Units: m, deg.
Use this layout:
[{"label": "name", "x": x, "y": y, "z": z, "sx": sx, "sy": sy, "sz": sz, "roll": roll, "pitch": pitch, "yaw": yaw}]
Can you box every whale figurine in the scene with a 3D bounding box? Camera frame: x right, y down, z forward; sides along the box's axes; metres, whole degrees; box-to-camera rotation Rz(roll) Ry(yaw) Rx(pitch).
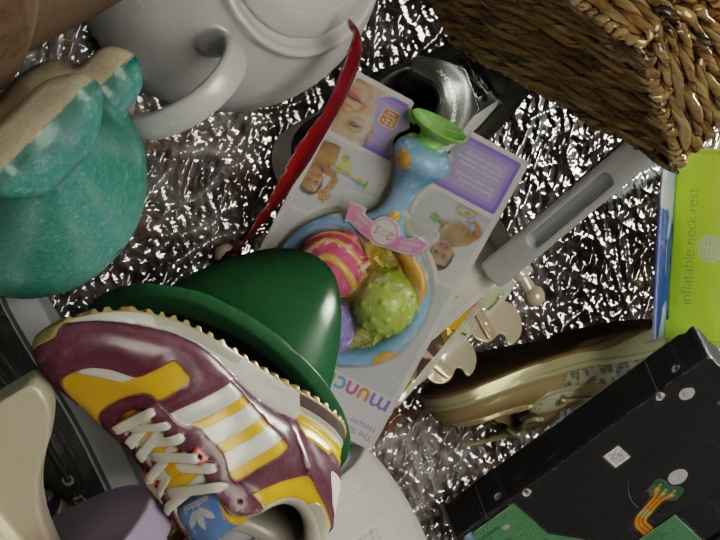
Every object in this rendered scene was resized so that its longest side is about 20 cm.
[{"label": "whale figurine", "x": -0.160, "y": -0.045, "z": 1.559, "sx": 0.104, "sy": 0.200, "sz": 0.159, "roll": 45, "pitch": 76, "yaw": -5}]

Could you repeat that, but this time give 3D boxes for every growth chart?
[{"label": "growth chart", "x": 0.018, "y": 0.009, "z": 1.823, "sx": 0.200, "sy": 0.018, "sz": 0.145, "roll": -31, "pitch": 97, "yaw": -33}]

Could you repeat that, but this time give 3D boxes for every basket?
[{"label": "basket", "x": 0.144, "y": -0.180, "z": 1.703, "sx": 0.149, "sy": 0.200, "sz": 0.143, "roll": -45, "pitch": 141, "yaw": -15}]

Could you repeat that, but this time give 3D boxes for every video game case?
[{"label": "video game case", "x": 0.179, "y": -0.083, "z": 1.845, "sx": 0.023, "sy": 0.182, "sz": 0.200, "roll": 50, "pitch": 48, "yaw": 1}]

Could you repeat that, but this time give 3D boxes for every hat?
[{"label": "hat", "x": -0.041, "y": 0.003, "z": 1.707, "sx": 0.166, "sy": 0.200, "sz": 0.176, "roll": 42, "pitch": 55, "yaw": -17}]

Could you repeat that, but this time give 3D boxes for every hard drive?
[{"label": "hard drive", "x": 0.170, "y": 0.135, "z": 1.885, "sx": 0.200, "sy": 0.038, "sz": 0.140, "roll": -38, "pitch": 128, "yaw": 14}]

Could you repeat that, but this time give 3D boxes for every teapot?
[{"label": "teapot", "x": -0.058, "y": -0.177, "z": 1.688, "sx": 0.197, "sy": 0.146, "sz": 0.201, "roll": -5, "pitch": 98, "yaw": -37}]

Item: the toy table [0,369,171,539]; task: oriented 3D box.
[{"label": "toy table", "x": -0.212, "y": 0.144, "z": 1.588, "sx": 0.200, "sy": 0.184, "sz": 0.117, "roll": -36, "pitch": 108, "yaw": 6}]

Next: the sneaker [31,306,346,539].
[{"label": "sneaker", "x": -0.087, "y": 0.089, "z": 1.566, "sx": 0.200, "sy": 0.075, "sz": 0.090, "roll": 26, "pitch": 56, "yaw": -32}]

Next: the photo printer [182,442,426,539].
[{"label": "photo printer", "x": -0.038, "y": 0.208, "z": 1.776, "sx": 0.200, "sy": 0.069, "sz": 0.167, "roll": -35, "pitch": 113, "yaw": -31}]

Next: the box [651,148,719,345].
[{"label": "box", "x": 0.230, "y": -0.017, "z": 1.925, "sx": 0.200, "sy": 0.047, "sz": 0.122, "roll": -7, "pitch": 100, "yaw": -73}]

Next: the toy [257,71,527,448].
[{"label": "toy", "x": 0.000, "y": 0.000, "z": 1.731, "sx": 0.115, "sy": 0.047, "sz": 0.200, "roll": 27, "pitch": 104, "yaw": -3}]

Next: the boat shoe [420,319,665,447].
[{"label": "boat shoe", "x": 0.124, "y": 0.076, "z": 1.897, "sx": 0.200, "sy": 0.073, "sz": 0.063, "roll": -13, "pitch": 99, "yaw": -37}]

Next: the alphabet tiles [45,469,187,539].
[{"label": "alphabet tiles", "x": -0.128, "y": 0.184, "z": 1.752, "sx": 0.200, "sy": 0.006, "sz": 0.167, "roll": 19, "pitch": 82, "yaw": -37}]

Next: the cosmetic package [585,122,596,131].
[{"label": "cosmetic package", "x": 0.121, "y": -0.189, "z": 1.870, "sx": 0.200, "sy": 0.051, "sz": 0.083, "roll": 54, "pitch": 36, "yaw": -28}]

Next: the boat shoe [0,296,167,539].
[{"label": "boat shoe", "x": -0.167, "y": 0.089, "z": 1.679, "sx": 0.056, "sy": 0.069, "sz": 0.200, "roll": -27, "pitch": 108, "yaw": -1}]

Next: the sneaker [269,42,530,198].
[{"label": "sneaker", "x": 0.044, "y": -0.098, "z": 1.801, "sx": 0.200, "sy": 0.090, "sz": 0.067, "roll": -27, "pitch": 89, "yaw": -32}]

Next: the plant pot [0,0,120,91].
[{"label": "plant pot", "x": -0.181, "y": -0.193, "z": 1.552, "sx": 0.174, "sy": 0.200, "sz": 0.201, "roll": -18, "pitch": 105, "yaw": -34}]
